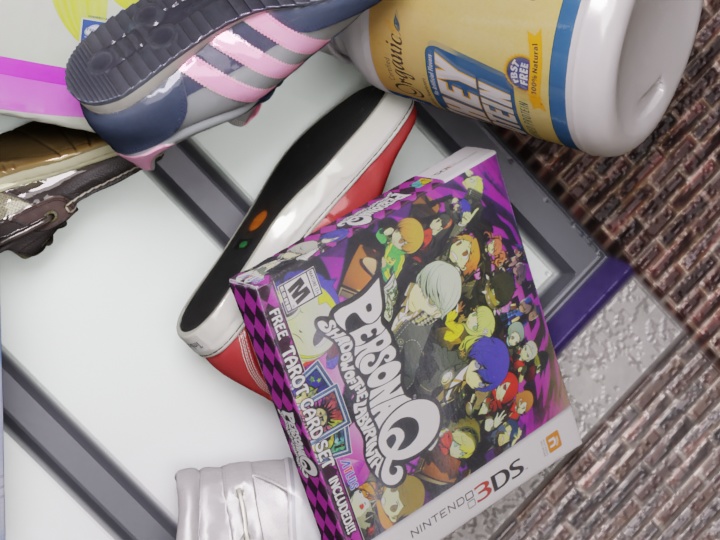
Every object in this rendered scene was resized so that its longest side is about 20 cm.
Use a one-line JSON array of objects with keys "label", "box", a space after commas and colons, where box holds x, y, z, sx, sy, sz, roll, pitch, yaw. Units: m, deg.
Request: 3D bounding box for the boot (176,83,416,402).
[{"label": "boot", "box": [0.000, 0.000, 1.125, 0.144, 0.072, 0.201, 39, 78, -23]}]

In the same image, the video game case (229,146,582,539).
[{"label": "video game case", "box": [0.032, 0.056, 1.096, 0.180, 0.036, 0.202, -29, 112, -28]}]

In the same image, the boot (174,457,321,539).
[{"label": "boot", "box": [-0.070, 0.213, 1.116, 0.095, 0.074, 0.202, -1, 84, -6]}]

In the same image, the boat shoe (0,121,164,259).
[{"label": "boat shoe", "box": [-0.202, -0.039, 1.080, 0.198, 0.073, 0.065, -20, 116, -11]}]

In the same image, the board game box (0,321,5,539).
[{"label": "board game box", "box": [-0.273, 0.081, 1.030, 0.198, 0.062, 0.202, -18, 118, -12]}]

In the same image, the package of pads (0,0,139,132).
[{"label": "package of pads", "box": [-0.198, -0.168, 1.030, 0.198, 0.068, 0.156, 9, 114, -1]}]

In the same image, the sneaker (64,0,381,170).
[{"label": "sneaker", "box": [-0.056, -0.123, 1.004, 0.199, 0.070, 0.082, -25, 141, 0]}]

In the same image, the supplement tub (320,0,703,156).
[{"label": "supplement tub", "box": [0.078, -0.157, 1.054, 0.199, 0.144, 0.146, 19, 88, 26]}]
